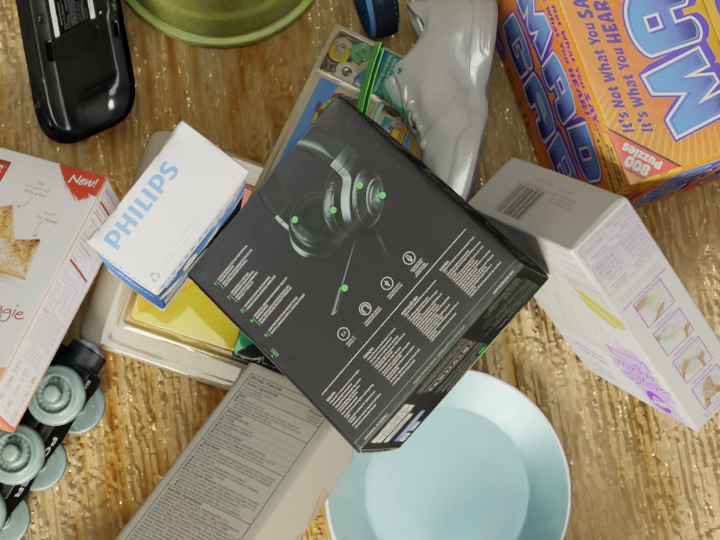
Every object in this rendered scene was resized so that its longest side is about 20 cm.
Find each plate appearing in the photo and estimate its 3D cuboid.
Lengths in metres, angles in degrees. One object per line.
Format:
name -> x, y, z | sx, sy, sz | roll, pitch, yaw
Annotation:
plate -> 0.070, 0.178, 1.041 | 0.199, 0.026, 0.201 | 0, 83, -3

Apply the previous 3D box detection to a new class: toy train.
toy train -> -0.284, 0.127, 1.000 | 0.114, 0.085, 0.200 | 31, 82, 11

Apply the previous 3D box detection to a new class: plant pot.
plant pot -> -0.115, -0.299, 1.011 | 0.200, 0.184, 0.201 | 0, 82, -3

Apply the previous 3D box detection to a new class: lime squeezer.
lime squeezer -> 0.010, -0.077, 1.004 | 0.038, 0.071, 0.201 | 3, 67, -46

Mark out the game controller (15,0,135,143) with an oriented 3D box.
game controller -> -0.234, -0.207, 1.045 | 0.104, 0.042, 0.201 | -15, 83, 27

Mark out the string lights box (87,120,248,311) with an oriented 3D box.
string lights box -> -0.136, -0.033, 0.930 | 0.059, 0.200, 0.103 | 37, 82, -3

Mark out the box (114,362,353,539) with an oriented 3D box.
box -> -0.093, 0.174, 0.953 | 0.095, 0.078, 0.200 | 22, 53, 23

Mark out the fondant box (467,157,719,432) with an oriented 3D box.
fondant box -> 0.183, 0.016, 0.968 | 0.058, 0.144, 0.200 | -45, 119, -7

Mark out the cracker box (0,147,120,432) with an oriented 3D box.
cracker box -> -0.283, 0.006, 0.983 | 0.134, 0.058, 0.200 | 15, 65, 17

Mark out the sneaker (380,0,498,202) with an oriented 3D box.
sneaker -> 0.058, -0.128, 1.031 | 0.088, 0.075, 0.201 | 7, 68, 3

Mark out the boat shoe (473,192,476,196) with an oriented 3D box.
boat shoe -> 0.067, 0.020, 1.040 | 0.200, 0.074, 0.076 | -54, 131, -15

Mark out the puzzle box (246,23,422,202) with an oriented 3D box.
puzzle box -> -0.003, -0.087, 1.050 | 0.133, 0.025, 0.201 | 25, 72, -4

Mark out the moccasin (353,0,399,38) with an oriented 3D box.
moccasin -> 0.018, -0.294, 1.072 | 0.068, 0.080, 0.201 | -7, 84, -9

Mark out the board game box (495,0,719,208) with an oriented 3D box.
board game box -> 0.238, -0.169, 1.007 | 0.199, 0.200, 0.200 | -19, 84, -6

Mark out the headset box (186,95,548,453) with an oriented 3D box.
headset box -> 0.000, 0.000, 0.933 | 0.200, 0.093, 0.174 | 43, 98, 18

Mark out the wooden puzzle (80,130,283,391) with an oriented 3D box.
wooden puzzle -> -0.106, -0.001, 1.047 | 0.199, 0.037, 0.186 | 19, 82, -1
